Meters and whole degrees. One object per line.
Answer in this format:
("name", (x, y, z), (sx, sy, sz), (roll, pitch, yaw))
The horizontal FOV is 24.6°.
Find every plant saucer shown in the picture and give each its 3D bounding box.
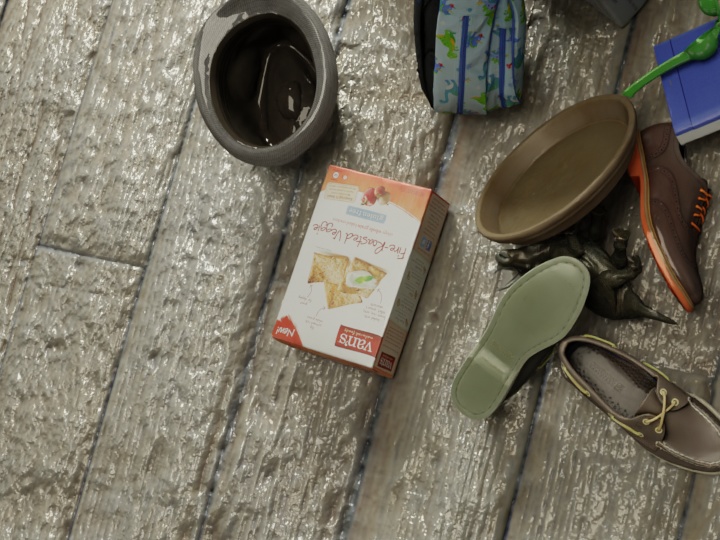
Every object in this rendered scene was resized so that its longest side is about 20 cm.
("plant saucer", (0.200, -0.098, 1.663), (0.199, 0.029, 0.201), (-36, 24, 19))

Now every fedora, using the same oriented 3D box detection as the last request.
("fedora", (-0.093, -0.209, 1.864), (0.176, 0.090, 0.202), (-31, 70, 17))

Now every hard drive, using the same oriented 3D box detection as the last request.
("hard drive", (0.395, -0.213, 1.634), (0.198, 0.025, 0.133), (-22, 45, 20))

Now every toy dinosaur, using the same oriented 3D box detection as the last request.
("toy dinosaur", (0.236, 0.002, 1.650), (0.199, 0.103, 0.077), (29, 48, 18))

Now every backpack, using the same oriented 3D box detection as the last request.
("backpack", (0.112, -0.256, 1.716), (0.164, 0.152, 0.202), (-98, 20, -55))

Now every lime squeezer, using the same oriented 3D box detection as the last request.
("lime squeezer", (0.330, -0.256, 1.637), (0.070, 0.038, 0.202), (27, 111, 20))

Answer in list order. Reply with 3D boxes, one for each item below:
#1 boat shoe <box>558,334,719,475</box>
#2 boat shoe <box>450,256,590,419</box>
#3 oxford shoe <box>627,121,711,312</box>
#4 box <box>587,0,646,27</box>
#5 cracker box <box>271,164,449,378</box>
("boat shoe", (0.274, 0.128, 1.588), (0.199, 0.059, 0.072), (37, 93, 21))
("boat shoe", (0.163, 0.061, 1.642), (0.072, 0.060, 0.202), (43, 115, 12))
("oxford shoe", (0.314, -0.058, 1.629), (0.072, 0.071, 0.202), (-18, 68, 15))
("box", (0.211, -0.375, 1.707), (0.105, 0.184, 0.200), (-49, 61, 7))
("cracker box", (0.000, 0.000, 1.775), (0.133, 0.058, 0.202), (14, 83, 30))
